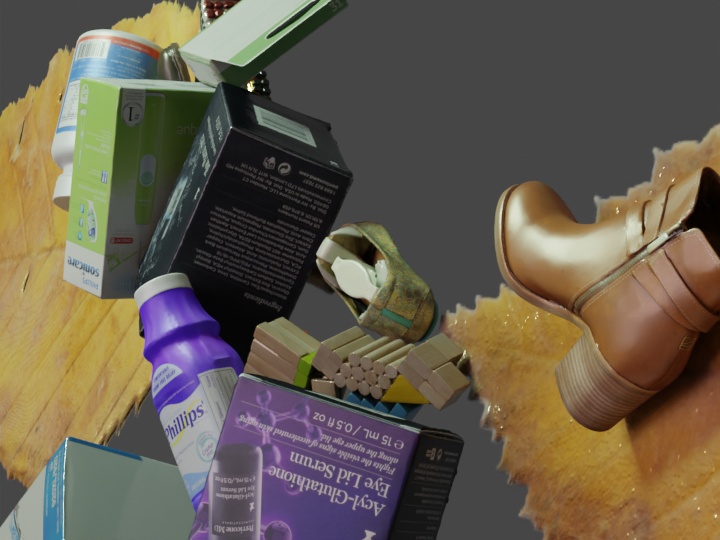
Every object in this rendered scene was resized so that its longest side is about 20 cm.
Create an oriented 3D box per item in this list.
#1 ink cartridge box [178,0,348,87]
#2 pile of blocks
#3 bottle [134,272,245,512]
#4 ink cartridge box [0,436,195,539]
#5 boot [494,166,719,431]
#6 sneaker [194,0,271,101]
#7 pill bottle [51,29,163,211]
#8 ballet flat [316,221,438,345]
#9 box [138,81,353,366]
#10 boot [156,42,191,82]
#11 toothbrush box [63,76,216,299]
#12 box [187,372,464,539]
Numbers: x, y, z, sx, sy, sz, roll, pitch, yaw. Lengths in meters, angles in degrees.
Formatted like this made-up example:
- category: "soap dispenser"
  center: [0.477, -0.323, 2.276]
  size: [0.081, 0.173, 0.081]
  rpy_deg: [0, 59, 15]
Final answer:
- category: "ink cartridge box"
  center: [-0.076, -0.224, 1.698]
  size: [0.146, 0.048, 0.200]
  rpy_deg: [-39, 25, -11]
- category: "pile of blocks"
  center: [0.004, 0.082, 1.388]
  size: [0.200, 0.062, 0.082]
  rpy_deg: [7, 109, 35]
- category: "bottle"
  center: [-0.125, 0.099, 1.454]
  size: [0.084, 0.065, 0.200]
  rpy_deg: [-40, 66, 43]
- category: "ink cartridge box"
  center: [-0.247, 0.280, 1.672]
  size: [0.200, 0.147, 0.145]
  rpy_deg: [-50, 33, 36]
- category: "boot"
  center: [0.168, -0.017, 1.147]
  size: [0.155, 0.074, 0.200]
  rpy_deg: [-52, 44, 37]
- category: "sneaker"
  center: [-0.142, -0.213, 1.866]
  size: [0.082, 0.078, 0.200]
  rpy_deg: [-44, 37, 46]
- category: "pill bottle"
  center: [-0.289, -0.163, 2.083]
  size: [0.112, 0.112, 0.200]
  rpy_deg: [-15, 60, 60]
- category: "ballet flat"
  center: [0.000, 0.000, 1.465]
  size: [0.071, 0.071, 0.200]
  rpy_deg: [-66, 26, 12]
- category: "box"
  center: [-0.106, -0.039, 1.597]
  size: [0.197, 0.117, 0.200]
  rpy_deg: [-112, 45, -72]
- category: "boot"
  center: [-0.213, -0.127, 1.842]
  size: [0.075, 0.097, 0.200]
  rpy_deg: [-139, 44, -77]
- category: "toothbrush box"
  center: [-0.193, -0.078, 1.738]
  size: [0.086, 0.146, 0.200]
  rpy_deg: [21, 107, 53]
- category: "box"
  center: [-0.033, 0.189, 1.289]
  size: [0.148, 0.104, 0.200]
  rpy_deg: [15, 86, 22]
